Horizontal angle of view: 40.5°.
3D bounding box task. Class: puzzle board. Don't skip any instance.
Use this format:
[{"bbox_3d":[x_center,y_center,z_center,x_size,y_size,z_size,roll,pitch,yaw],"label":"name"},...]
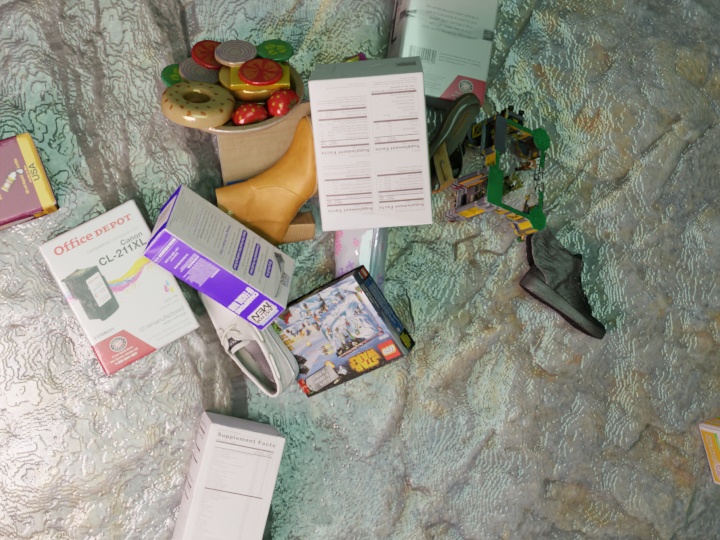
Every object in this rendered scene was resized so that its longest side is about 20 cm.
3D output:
[{"bbox_3d":[-0.105,-0.171,1.414,0.199,0.017,0.151,-11,123,-12],"label":"puzzle board"}]

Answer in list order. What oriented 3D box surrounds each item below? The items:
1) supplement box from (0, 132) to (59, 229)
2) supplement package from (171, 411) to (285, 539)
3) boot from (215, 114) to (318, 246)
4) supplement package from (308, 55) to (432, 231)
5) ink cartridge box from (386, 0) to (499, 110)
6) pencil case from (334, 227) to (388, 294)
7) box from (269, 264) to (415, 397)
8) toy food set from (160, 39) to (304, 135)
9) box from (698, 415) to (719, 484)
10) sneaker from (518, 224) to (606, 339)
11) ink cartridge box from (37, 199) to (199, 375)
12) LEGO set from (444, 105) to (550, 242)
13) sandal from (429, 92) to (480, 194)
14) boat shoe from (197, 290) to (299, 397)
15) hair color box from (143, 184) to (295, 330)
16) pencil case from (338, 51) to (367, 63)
[{"bbox_3d":[-0.509,-0.097,1.278,0.199,0.131,0.104,-21,96,-14],"label":"supplement box"},{"bbox_3d":[-0.188,0.314,1.380,0.113,0.109,0.201,15,87,-15],"label":"supplement package"},{"bbox_3d":[-0.134,-0.121,1.383,0.143,0.071,0.202,-3,120,-14],"label":"boot"},{"bbox_3d":[0.017,-0.175,1.321,0.150,0.152,0.201,-4,110,3],"label":"supplement package"},{"bbox_3d":[0.121,-0.353,1.474,0.145,0.085,0.201,10,89,-16],"label":"ink cartridge box"},{"bbox_3d":[0.000,0.000,1.440,0.083,0.091,0.201,3,89,-16],"label":"pencil case"},{"bbox_3d":[-0.037,0.090,1.387,0.137,0.200,0.040,57,37,-9],"label":"box"},{"bbox_3d":[-0.178,-0.259,1.359,0.199,0.199,0.049,-3,136,-4],"label":"toy food set"},{"bbox_3d":[0.686,0.281,1.626,0.199,0.101,0.113,-17,94,-15],"label":"box"},{"bbox_3d":[0.331,0.017,1.547,0.199,0.060,0.104,35,86,-10],"label":"sneaker"},{"bbox_3d":[-0.335,0.021,1.351,0.145,0.083,0.201,-29,98,-13],"label":"ink cartridge box"},{"bbox_3d":[0.204,-0.141,1.502,0.153,0.116,0.201,9,75,-34],"label":"LEGO set"},{"bbox_3d":[0.129,-0.163,1.436,0.055,0.082,0.200,36,102,23],"label":"sandal"},{"bbox_3d":[-0.169,0.095,1.392,0.072,0.066,0.200,-29,100,29],"label":"boat shoe"},{"bbox_3d":[-0.191,-0.017,1.345,0.200,0.110,0.065,34,124,-19],"label":"hair color box"},{"bbox_3d":[0.017,-0.227,1.449,0.088,0.088,0.200,-34,98,-13],"label":"pencil case"}]
